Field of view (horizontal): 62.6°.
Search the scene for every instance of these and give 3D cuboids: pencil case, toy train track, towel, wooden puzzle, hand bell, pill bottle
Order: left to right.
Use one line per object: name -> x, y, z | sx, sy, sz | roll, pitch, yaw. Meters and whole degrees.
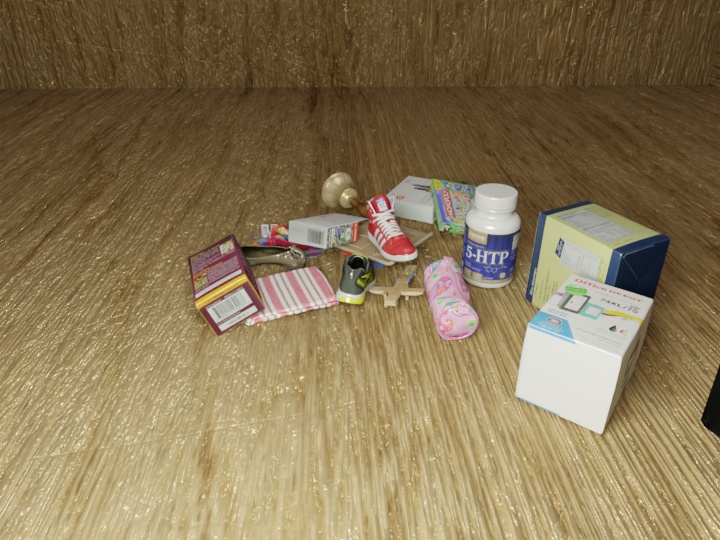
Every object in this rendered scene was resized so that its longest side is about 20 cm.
towel -> -0.158, 0.053, 1.228 | 0.196, 0.030, 0.147 | -13, 31, -16
hand bell -> -0.014, -0.179, 1.565 | 0.103, 0.106, 0.200 | -15, 32, -26
wooden puzzle -> 0.050, -0.062, 1.422 | 0.197, 0.047, 0.184 | 15, 32, 34
toy train track -> 0.089, 0.038, 1.255 | 0.113, 0.033, 0.200 | 2, 22, 18
pencil case -> 0.175, 0.051, 1.172 | 0.086, 0.089, 0.201 | 0, 30, -1
pill bottle -> 0.283, -0.077, 1.281 | 0.117, 0.203, 0.120 | 0, 28, 0

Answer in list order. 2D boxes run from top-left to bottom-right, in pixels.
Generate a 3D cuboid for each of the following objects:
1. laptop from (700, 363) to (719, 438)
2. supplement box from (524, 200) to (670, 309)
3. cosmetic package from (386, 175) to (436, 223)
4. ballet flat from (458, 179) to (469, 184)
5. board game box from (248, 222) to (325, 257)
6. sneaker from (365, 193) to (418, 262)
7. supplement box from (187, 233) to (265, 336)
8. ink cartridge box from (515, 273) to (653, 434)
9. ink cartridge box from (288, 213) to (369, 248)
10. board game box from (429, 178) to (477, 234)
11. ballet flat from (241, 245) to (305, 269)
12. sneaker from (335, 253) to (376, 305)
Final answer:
laptop -> 0.615, 0.192, 0.824 | 0.196, 0.180, 0.104 | 5, 29, 9
supplement box -> 0.446, 0.001, 1.141 | 0.132, 0.203, 0.200 | -14, 32, -25
cosmetic package -> 0.166, -0.203, 1.667 | 0.148, 0.053, 0.200 | 11, 31, 23
ballet flat -> 0.303, -0.210, 1.684 | 0.066, 0.047, 0.201 | 0, 29, 2
board game box -> -0.176, -0.081, 1.450 | 0.196, 0.040, 0.159 | -5, 29, -8
sneaker -> 0.064, -0.099, 1.312 | 0.070, 0.114, 0.200 | -14, 28, -20
supplement box -> -0.271, 0.024, 1.183 | 0.109, 0.086, 0.200 | -29, 33, -4
ink cartridge box -> 0.368, 0.127, 0.970 | 0.145, 0.148, 0.199 | 20, 34, 31
ink cartridge box -> -0.067, -0.095, 1.381 | 0.107, 0.051, 0.199 | 12, 15, 29
board game box -> 0.259, -0.165, 1.554 | 0.132, 0.029, 0.202 | 8, 41, -10
ballet flat -> -0.222, -0.039, 1.348 | 0.196, 0.047, 0.068 | 5, 40, 7
sneaker -> 0.000, 0.000, 1.243 | 0.073, 0.086, 0.201 | 13, 24, 1
